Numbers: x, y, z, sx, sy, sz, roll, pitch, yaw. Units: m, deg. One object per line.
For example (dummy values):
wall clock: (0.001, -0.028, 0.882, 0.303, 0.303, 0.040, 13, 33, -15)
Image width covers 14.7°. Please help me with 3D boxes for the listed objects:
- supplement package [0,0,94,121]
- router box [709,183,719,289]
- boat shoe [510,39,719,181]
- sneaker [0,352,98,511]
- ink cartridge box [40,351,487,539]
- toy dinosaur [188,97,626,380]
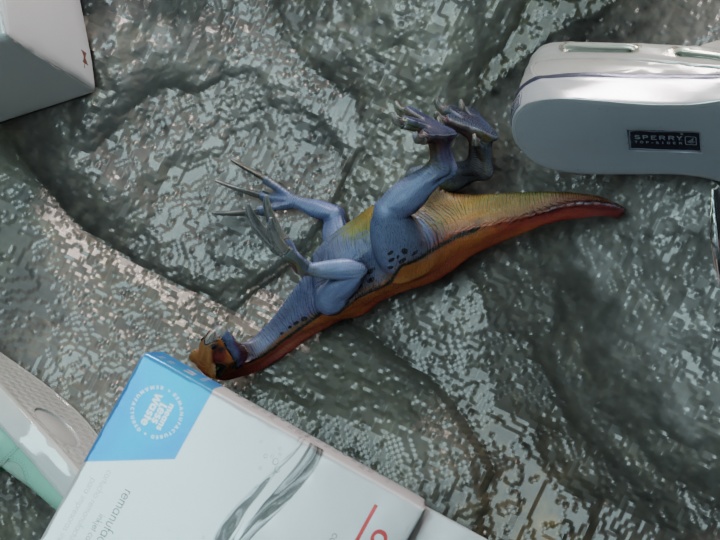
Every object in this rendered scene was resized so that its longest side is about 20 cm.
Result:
supplement package: (-0.264, -0.135, 1.514, 0.200, 0.117, 0.118, -16, 74, 14)
router box: (0.273, -0.007, 1.290, 0.199, 0.150, 0.062, -8, 76, 17)
boat shoe: (0.177, -0.082, 1.386, 0.199, 0.072, 0.066, 2, 47, 13)
sneaker: (-0.221, 0.100, 1.477, 0.200, 0.074, 0.118, 37, 97, 20)
ink cartridge box: (-0.045, 0.137, 1.380, 0.200, 0.067, 0.116, 29, 88, 3)
toy dinosaur: (0.000, 0.000, 1.418, 0.200, 0.105, 0.182, 31, 110, 9)
